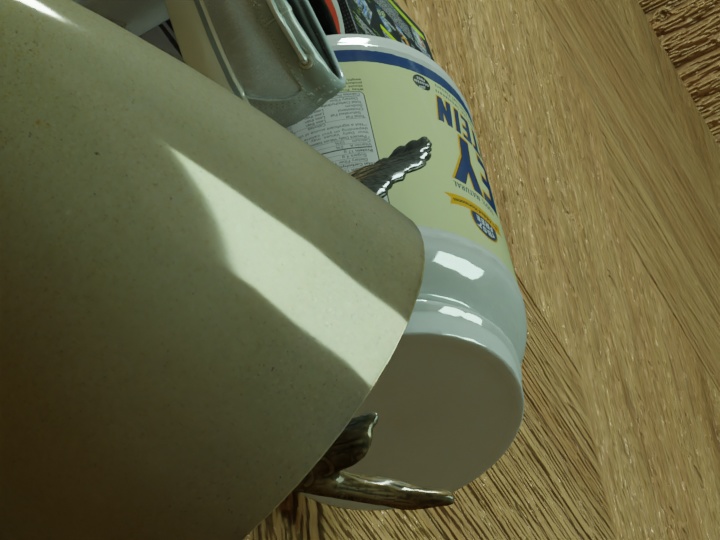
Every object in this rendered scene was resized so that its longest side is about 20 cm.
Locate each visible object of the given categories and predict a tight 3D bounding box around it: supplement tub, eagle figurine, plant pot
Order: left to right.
[{"bbox_3d":[-0.112,-0.015,0.951,0.200,0.187,0.188,44,19,-18],"label":"plant pot"},{"bbox_3d":[-0.051,0.010,1.202,0.151,0.151,0.201,26,47,-34],"label":"eagle figurine"},{"bbox_3d":[0.000,0.000,1.369,0.145,0.144,0.201,51,19,-44],"label":"supplement tub"}]

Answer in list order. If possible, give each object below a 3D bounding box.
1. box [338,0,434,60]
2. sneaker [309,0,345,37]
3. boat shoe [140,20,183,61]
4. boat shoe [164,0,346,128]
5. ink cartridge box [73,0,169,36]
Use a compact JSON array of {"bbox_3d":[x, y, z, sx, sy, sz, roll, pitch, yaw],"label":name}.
[{"bbox_3d":[0.012,-0.120,1.858,0.200,0.044,0.161,40,27,-61],"label":"box"},{"bbox_3d":[-0.046,-0.175,1.419,0.108,0.067,0.202,-81,157,-46],"label":"sneaker"},{"bbox_3d":[-0.066,-0.121,1.504,0.200,0.067,0.072,49,20,-47],"label":"boat shoe"},{"bbox_3d":[-0.059,-0.157,1.270,0.202,0.071,0.070,69,14,11],"label":"boat shoe"},{"bbox_3d":[-0.158,-0.204,1.296,0.201,0.076,0.136,65,13,8],"label":"ink cartridge box"}]
